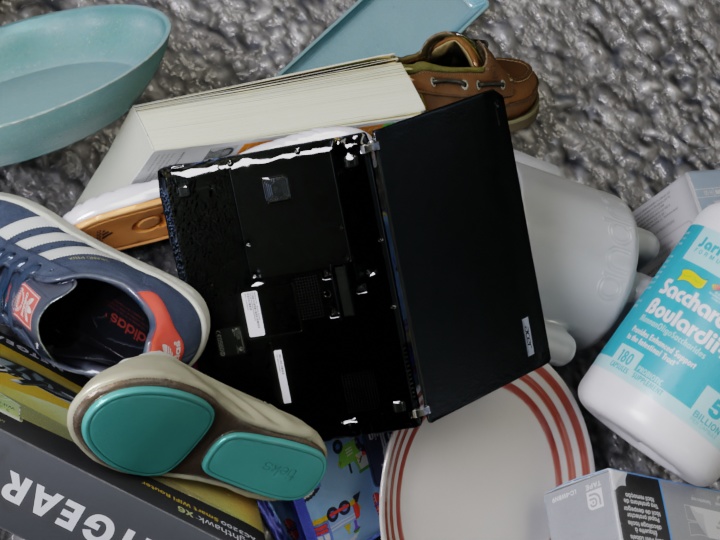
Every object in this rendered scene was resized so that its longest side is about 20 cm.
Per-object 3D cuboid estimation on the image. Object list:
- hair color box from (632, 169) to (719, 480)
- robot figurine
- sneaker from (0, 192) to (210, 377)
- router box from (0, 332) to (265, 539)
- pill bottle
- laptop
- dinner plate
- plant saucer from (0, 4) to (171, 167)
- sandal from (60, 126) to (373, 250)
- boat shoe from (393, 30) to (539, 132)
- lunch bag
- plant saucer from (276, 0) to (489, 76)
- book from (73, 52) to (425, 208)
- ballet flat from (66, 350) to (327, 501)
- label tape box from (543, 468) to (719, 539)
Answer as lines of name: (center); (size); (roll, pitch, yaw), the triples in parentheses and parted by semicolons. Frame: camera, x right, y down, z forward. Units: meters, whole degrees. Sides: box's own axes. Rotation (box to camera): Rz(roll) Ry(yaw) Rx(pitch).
hair color box: (0.256, 0.039, 1.428); (0.060, 0.099, 0.201); (-5, 69, -33)
robot figurine: (0.108, -0.014, 1.360); (0.199, 0.113, 0.170); (16, 47, -22)
sneaker: (-0.187, 0.010, 1.142); (0.199, 0.075, 0.085); (18, 18, 11)
router box: (-0.153, 0.112, 1.128); (0.199, 0.157, 0.052); (29, 100, -15)
pill bottle: (0.239, 0.033, 1.317); (0.111, 0.111, 0.200); (36, 86, -9)
laptop: (0.000, 0.000, 1.201); (0.103, 0.199, 0.178); (-60, 140, -76)
dinner plate: (0.079, 0.146, 1.285); (0.199, 0.024, 0.202); (0, 91, -43)
plant saucer: (-0.205, -0.106, 1.204); (0.200, 0.199, 0.036); (-36, 121, -37)
sandal: (-0.082, -0.028, 1.217); (0.206, 0.079, 0.059); (-18, 71, -14)
boat shoe: (0.074, -0.130, 1.387); (0.200, 0.072, 0.068); (-32, 127, -59)
lunch bag: (-0.014, 0.084, 1.272); (0.150, 0.094, 0.201); (-28, 97, -36)
plant saucer: (0.016, -0.163, 1.442); (0.070, 0.019, 0.200); (45, 52, -3)
book: (-0.074, -0.068, 1.270); (0.199, 0.134, 0.048); (-14, 68, -35)
ballet flat: (-0.096, 0.080, 1.095); (0.200, 0.069, 0.070); (29, 49, -50)
label tape box: (0.199, 0.238, 1.295); (0.143, 0.066, 0.201); (16, 56, -42)
